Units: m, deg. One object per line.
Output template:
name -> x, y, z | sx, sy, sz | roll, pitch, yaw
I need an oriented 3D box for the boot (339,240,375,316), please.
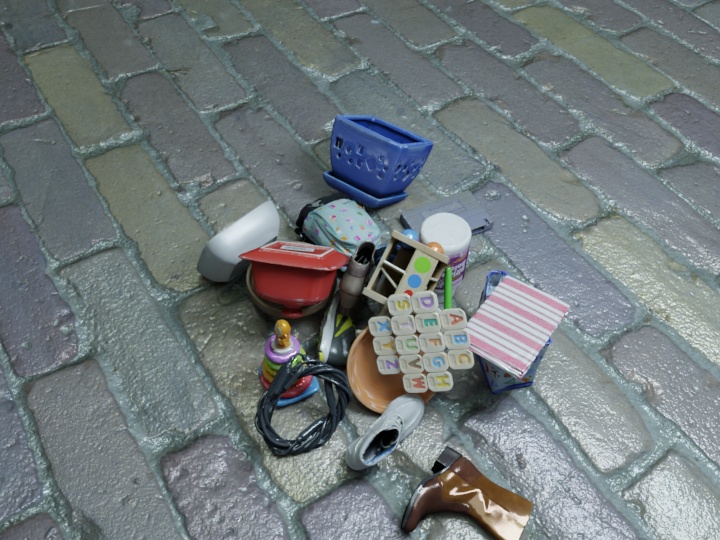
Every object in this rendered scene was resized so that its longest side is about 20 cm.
boot -> 0.000, 0.000, 1.577 | 0.070, 0.147, 0.200 | 17, 32, -1

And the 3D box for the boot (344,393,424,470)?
boot -> 0.062, 0.307, 1.410 | 0.200, 0.096, 0.074 | -41, 93, -24

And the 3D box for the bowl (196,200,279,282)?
bowl -> -0.267, -0.053, 1.673 | 0.200, 0.200, 0.075 | -37, 85, -28

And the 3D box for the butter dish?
butter dish -> -0.135, 0.025, 1.515 | 0.199, 0.148, 0.199 | 7, 10, 9

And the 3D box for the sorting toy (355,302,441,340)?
sorting toy -> 0.109, 0.127, 1.581 | 0.180, 0.107, 0.200 | 28, 55, 13

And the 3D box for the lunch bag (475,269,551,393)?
lunch bag -> 0.300, 0.121, 1.534 | 0.123, 0.170, 0.200 | -10, 52, -12

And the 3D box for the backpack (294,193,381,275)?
backpack -> -0.041, -0.085, 1.734 | 0.167, 0.127, 0.200 | -24, 57, -24

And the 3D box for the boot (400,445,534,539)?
boot -> 0.193, 0.445, 1.345 | 0.200, 0.069, 0.188 | 34, 49, 16

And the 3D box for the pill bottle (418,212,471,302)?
pill bottle -> 0.179, -0.021, 1.634 | 0.112, 0.200, 0.113 | 0, 49, 0

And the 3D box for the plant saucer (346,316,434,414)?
plant saucer -> 0.068, 0.189, 1.490 | 0.199, 0.201, 0.037 | -8, 8, -8

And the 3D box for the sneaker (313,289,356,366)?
sneaker -> -0.044, 0.129, 1.599 | 0.084, 0.075, 0.200 | 21, 49, -8

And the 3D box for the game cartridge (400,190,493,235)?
game cartridge -> 0.212, -0.124, 1.833 | 0.199, 0.038, 0.130 | -19, 49, -16

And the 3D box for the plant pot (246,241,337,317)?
plant pot -> -0.150, 0.038, 1.649 | 0.200, 0.093, 0.201 | 0, 50, 0

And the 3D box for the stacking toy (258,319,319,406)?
stacking toy -> -0.151, 0.167, 1.467 | 0.109, 0.200, 0.116 | -18, 51, -16

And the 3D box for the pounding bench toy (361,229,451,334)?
pounding bench toy -> 0.130, 0.021, 1.479 | 0.200, 0.124, 0.156 | 27, 91, 7

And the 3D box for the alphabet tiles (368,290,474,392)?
alphabet tiles -> 0.113, 0.139, 1.413 | 0.195, 0.201, 0.015 | -7, 13, 23

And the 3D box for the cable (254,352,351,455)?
cable -> -0.112, 0.268, 1.437 | 0.163, 0.051, 0.200 | 29, 87, -19

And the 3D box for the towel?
towel -> 0.295, 0.105, 1.426 | 0.146, 0.030, 0.200 | 29, 58, 24

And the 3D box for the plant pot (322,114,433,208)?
plant pot -> 0.034, -0.266, 1.826 | 0.200, 0.180, 0.200 | 29, 23, 21

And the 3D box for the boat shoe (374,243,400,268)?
boat shoe -> 0.073, -0.032, 1.653 | 0.084, 0.200, 0.069 | -10, 77, 15
